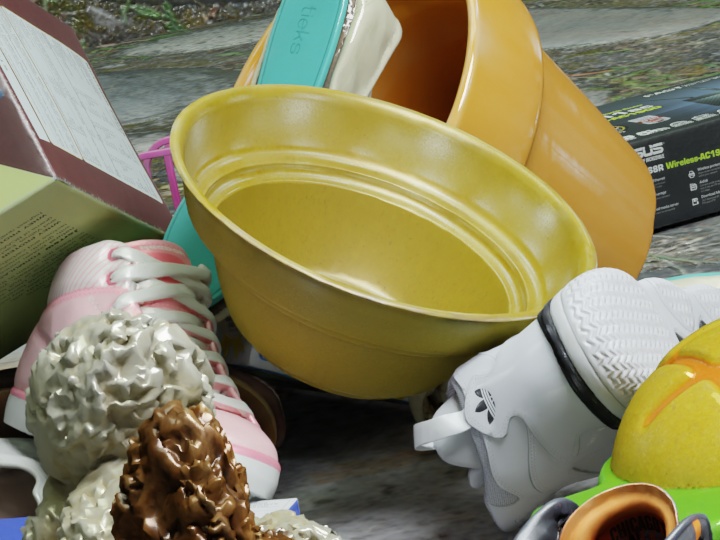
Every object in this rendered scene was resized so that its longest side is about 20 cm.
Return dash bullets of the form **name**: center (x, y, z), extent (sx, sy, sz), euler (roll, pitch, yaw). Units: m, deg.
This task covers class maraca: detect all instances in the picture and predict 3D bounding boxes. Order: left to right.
- **maraca**: center (0.150, 0.074, 1.020), extent (0.137, 0.107, 0.200), euler (-8, 10, 41)

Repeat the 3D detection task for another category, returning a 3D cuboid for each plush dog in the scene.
- **plush dog**: center (-0.045, 0.124, 0.873), extent (0.161, 0.200, 0.172), euler (-51, 18, -19)

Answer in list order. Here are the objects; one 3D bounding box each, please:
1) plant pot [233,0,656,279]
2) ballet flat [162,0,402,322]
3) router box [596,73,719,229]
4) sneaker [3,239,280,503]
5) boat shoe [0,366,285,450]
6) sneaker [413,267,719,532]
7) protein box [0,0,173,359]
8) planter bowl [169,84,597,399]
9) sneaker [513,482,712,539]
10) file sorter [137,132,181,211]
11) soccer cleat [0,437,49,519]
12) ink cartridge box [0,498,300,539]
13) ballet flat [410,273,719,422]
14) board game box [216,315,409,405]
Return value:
- **plant pot**: center (0.052, -0.048, 1.412), extent (0.183, 0.201, 0.200), euler (28, -12, -35)
- **ballet flat**: center (-0.035, -0.052, 1.309), extent (0.069, 0.201, 0.069), euler (25, -10, 5)
- **router box**: center (0.212, -0.080, 1.775), extent (0.199, 0.062, 0.150), euler (-15, 12, -25)
- **sneaker**: center (-0.092, 0.039, 1.195), extent (0.075, 0.105, 0.200), euler (20, -4, -32)
- **boat shoe**: center (-0.127, 0.072, 1.321), extent (0.199, 0.071, 0.070), euler (-1, 11, 18)
- **sneaker**: center (0.109, 0.059, 1.168), extent (0.115, 0.075, 0.200), euler (-33, -26, 26)
- **protein box**: center (-0.222, -0.033, 1.275), extent (0.198, 0.135, 0.200), euler (-31, -14, 8)
- **planter bowl**: center (0.000, 0.000, 1.209), extent (0.200, 0.084, 0.201), euler (15, 28, -8)
- **sneaker**: center (0.112, 0.115, 0.850), extent (0.077, 0.113, 0.200), euler (0, 16, 37)
- **file sorter**: center (-0.051, -0.039, 1.643), extent (0.138, 0.126, 0.200), euler (-6, 13, 16)
- **soccer cleat**: center (-0.220, 0.104, 1.247), extent (0.199, 0.070, 0.078), euler (-3, 1, 14)
- **ink cartridge box**: center (-0.129, 0.134, 1.107), extent (0.199, 0.044, 0.094), euler (-6, 11, 17)
- **ballet flat**: center (0.114, 0.046, 1.277), extent (0.199, 0.070, 0.069), euler (-6, 13, 21)
- **board game box**: center (-0.066, 0.037, 1.398), extent (0.134, 0.034, 0.200), euler (14, -6, -41)
